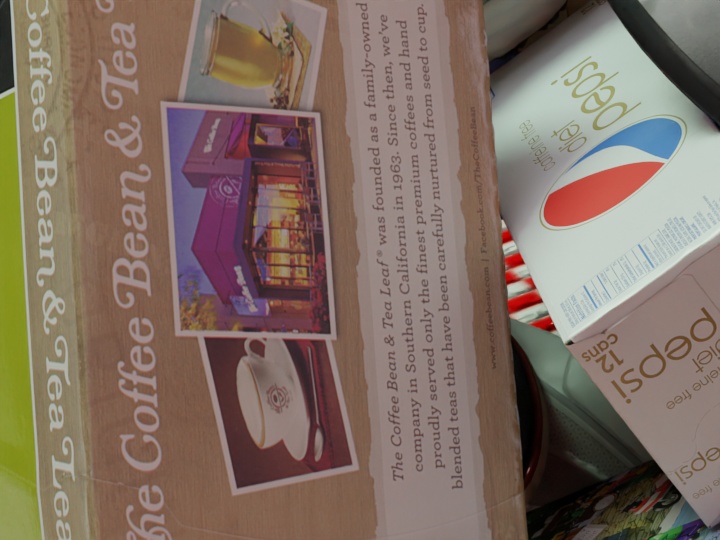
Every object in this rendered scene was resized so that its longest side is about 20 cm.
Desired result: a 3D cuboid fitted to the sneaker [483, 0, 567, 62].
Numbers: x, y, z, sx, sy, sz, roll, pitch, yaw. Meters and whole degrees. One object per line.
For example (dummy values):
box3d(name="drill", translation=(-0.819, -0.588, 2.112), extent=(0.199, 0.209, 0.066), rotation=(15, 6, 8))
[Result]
box3d(name="sneaker", translation=(0.072, -0.135, 0.834), extent=(0.200, 0.079, 0.074), rotation=(-37, 62, -8))

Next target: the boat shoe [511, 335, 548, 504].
box3d(name="boat shoe", translation=(0.000, 0.000, 0.845), extent=(0.071, 0.063, 0.200), rotation=(-25, 45, 3))

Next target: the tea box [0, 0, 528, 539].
box3d(name="tea box", translation=(-0.066, 0.008, 0.768), extent=(0.134, 0.200, 0.197), rotation=(2, -12, -32))

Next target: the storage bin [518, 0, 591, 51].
box3d(name="storage bin", translation=(0.116, -0.141, 0.947), extent=(0.200, 0.094, 0.199), rotation=(-2, 45, 13))

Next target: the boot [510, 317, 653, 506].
box3d(name="boot", translation=(0.026, 0.061, 0.876), extent=(0.200, 0.074, 0.096), rotation=(30, 76, 41))

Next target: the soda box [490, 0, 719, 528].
box3d(name="soda box", translation=(0.080, -0.011, 0.762), extent=(0.064, 0.068, 0.200), rotation=(-36, 20, 7))

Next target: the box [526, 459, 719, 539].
box3d(name="box", translation=(0.044, 0.113, 0.696), extent=(0.137, 0.038, 0.200), rotation=(-26, 12, 34))

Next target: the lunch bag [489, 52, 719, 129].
box3d(name="lunch bag", translation=(0.132, -0.063, 1.027), extent=(0.200, 0.132, 0.136), rotation=(-20, 42, -5))

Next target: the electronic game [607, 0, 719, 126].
box3d(name="electronic game", translation=(0.151, -0.081, 0.762), extent=(0.200, 0.042, 0.200), rotation=(13, 44, -13))
